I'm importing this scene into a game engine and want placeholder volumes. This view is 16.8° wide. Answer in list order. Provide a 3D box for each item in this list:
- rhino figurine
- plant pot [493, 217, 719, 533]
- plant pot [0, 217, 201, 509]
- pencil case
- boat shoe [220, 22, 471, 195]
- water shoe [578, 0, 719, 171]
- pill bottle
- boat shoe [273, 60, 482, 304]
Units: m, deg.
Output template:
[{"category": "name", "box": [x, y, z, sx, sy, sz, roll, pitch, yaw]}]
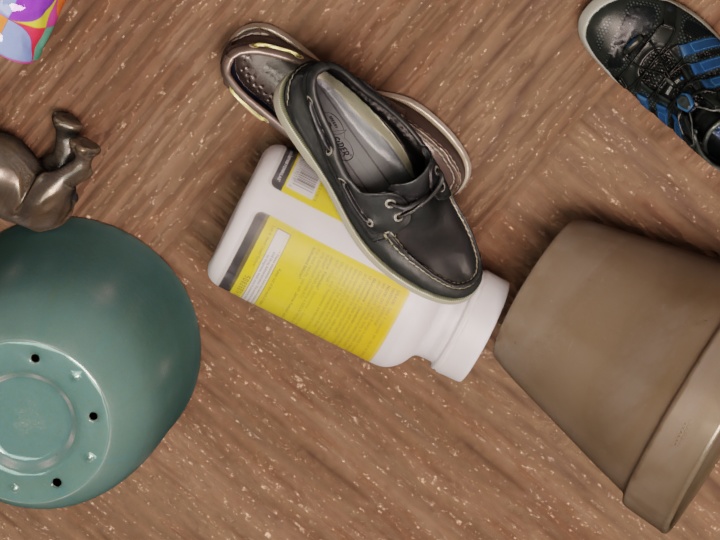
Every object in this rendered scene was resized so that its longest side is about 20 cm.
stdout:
[{"category": "rhino figurine", "box": [-0.289, -0.091, 1.768, 0.199, 0.060, 0.088, 21, 114, 1]}, {"category": "plant pot", "box": [0.194, 0.057, 1.715, 0.173, 0.200, 0.200, 31, 110, 11]}, {"category": "plant pot", "box": [-0.226, 0.080, 1.766, 0.200, 0.161, 0.201, 2, 108, 5]}, {"category": "pencil case", "box": [-0.222, -0.244, 1.697, 0.088, 0.088, 0.200, 26, 110, -4]}, {"category": "boat shoe", "box": [-0.012, -0.105, 1.735, 0.200, 0.060, 0.072, 33, 108, -6]}, {"category": "water shoe", "box": [0.239, -0.123, 1.694, 0.200, 0.079, 0.072, 36, 108, -7]}, {"category": "pill bottle", "box": [0.000, 0.000, 1.742, 0.199, 0.112, 0.112, 27, 109, -4]}, {"category": "boat shoe", "box": [0.022, -0.064, 1.665, 0.074, 0.066, 0.200, -35, 90, -26]}]
